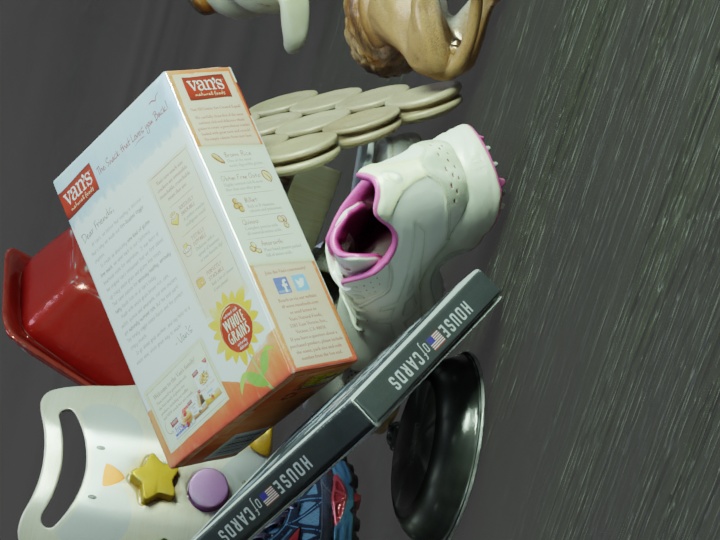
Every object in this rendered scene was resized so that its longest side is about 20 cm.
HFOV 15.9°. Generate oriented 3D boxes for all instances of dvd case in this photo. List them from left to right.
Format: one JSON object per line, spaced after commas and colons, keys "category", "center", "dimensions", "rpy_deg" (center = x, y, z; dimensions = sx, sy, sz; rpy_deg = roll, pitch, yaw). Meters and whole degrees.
{"category": "dvd case", "center": [-0.017, 0.090, 1.421], "dimensions": [0.200, 0.025, 0.150], "rpy_deg": [-45, 0, 41]}

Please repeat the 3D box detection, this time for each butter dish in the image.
{"category": "butter dish", "center": [-0.240, 0.027, 2.534], "dimensions": [0.148, 0.200, 0.200], "rpy_deg": [-50, 21, 16]}

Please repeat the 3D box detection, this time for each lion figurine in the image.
{"category": "lion figurine", "center": [0.037, -0.160, 1.607], "dimensions": [0.200, 0.072, 0.123], "rpy_deg": [-120, 36, -67]}

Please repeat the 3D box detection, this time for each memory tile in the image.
{"category": "memory tile", "center": [-0.044, -0.086, 1.623], "dimensions": [0.199, 0.153, 0.017], "rpy_deg": [2, 112, 53]}

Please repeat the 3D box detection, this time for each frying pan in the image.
{"category": "frying pan", "center": [0.037, 0.086, 1.478], "dimensions": [0.190, 0.031, 0.116], "rpy_deg": [-113, 37, -65]}

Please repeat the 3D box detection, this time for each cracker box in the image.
{"category": "cracker box", "center": [-0.095, -0.002, 1.534], "dimensions": [0.134, 0.057, 0.201], "rpy_deg": [-38, 70, 43]}

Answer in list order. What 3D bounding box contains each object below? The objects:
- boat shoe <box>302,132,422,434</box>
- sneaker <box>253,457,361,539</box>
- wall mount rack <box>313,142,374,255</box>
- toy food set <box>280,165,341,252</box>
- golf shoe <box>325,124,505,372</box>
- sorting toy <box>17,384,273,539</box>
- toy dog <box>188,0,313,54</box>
{"category": "boat shoe", "center": [0.000, 0.000, 1.619], "dimensions": [0.071, 0.069, 0.201], "rpy_deg": [121, 158, -64]}
{"category": "sneaker", "center": [-0.052, 0.185, 1.625], "dimensions": [0.080, 0.095, 0.201], "rpy_deg": [115, 162, -45]}
{"category": "wall mount rack", "center": [-0.031, 0.002, 1.760], "dimensions": [0.174, 0.074, 0.201], "rpy_deg": [101, 174, -48]}
{"category": "toy food set", "center": [-0.083, -0.011, 1.665], "dimensions": [0.144, 0.060, 0.200], "rpy_deg": [-70, 19, 1]}
{"category": "golf shoe", "center": [0.009, -0.008, 1.491], "dimensions": [0.076, 0.091, 0.200], "rpy_deg": [59, 145, 28]}
{"category": "sorting toy", "center": [-0.167, 0.167, 1.976], "dimensions": [0.107, 0.179, 0.201], "rpy_deg": [138, 141, -71]}
{"category": "toy dog", "center": [-0.082, -0.276, 2.184], "dimensions": [0.195, 0.139, 0.200], "rpy_deg": [65, 165, -2]}
